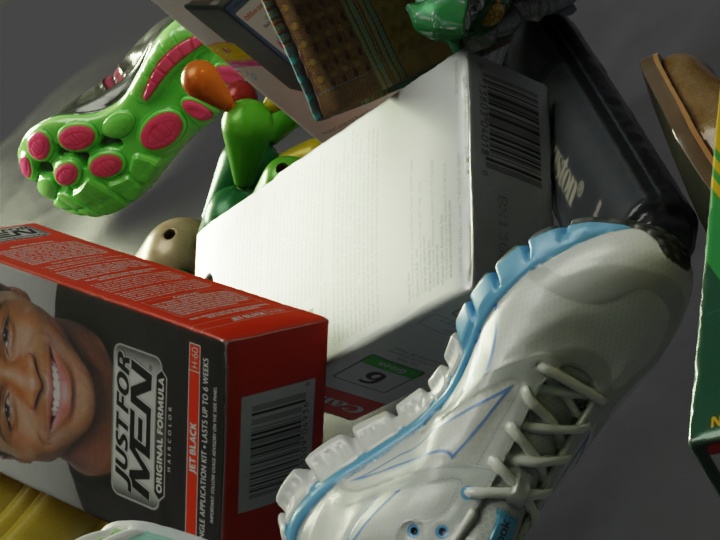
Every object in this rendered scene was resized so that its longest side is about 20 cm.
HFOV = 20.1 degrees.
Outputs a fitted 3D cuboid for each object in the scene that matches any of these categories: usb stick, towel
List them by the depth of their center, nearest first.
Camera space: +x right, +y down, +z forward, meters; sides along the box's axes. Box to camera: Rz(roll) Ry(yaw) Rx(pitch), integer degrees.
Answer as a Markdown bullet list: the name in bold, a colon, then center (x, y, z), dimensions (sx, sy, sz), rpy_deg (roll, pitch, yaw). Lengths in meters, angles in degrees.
- **usb stick**: center (0.092, -0.048, 0.831), dimensions (0.200, 0.032, 0.056), rpy_deg (-108, 39, -59)
- **towel**: center (0.012, -0.155, 0.884), dimensions (0.022, 0.148, 0.200), rpy_deg (-22, 5, 41)

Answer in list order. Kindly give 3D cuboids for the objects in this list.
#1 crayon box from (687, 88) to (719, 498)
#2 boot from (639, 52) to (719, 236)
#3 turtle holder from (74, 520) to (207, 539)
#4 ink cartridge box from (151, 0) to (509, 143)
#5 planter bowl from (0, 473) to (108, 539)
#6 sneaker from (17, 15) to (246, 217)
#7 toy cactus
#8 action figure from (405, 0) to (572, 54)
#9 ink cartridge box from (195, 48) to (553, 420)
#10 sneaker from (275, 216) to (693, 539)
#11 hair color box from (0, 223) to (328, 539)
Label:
- **crayon box**: center (0.195, -0.021, 0.547), dimensions (0.199, 0.058, 0.173), rpy_deg (-13, 42, 26)
- **boot**: center (0.154, -0.025, 0.686), dimensions (0.075, 0.074, 0.200), rpy_deg (-32, 35, 5)
- **turtle holder**: center (-0.099, 0.162, 0.723), dimensions (0.184, 0.141, 0.132), rpy_deg (4, 52, 26)
- **ink cartridge box**: center (-0.009, -0.155, 0.950), dimensions (0.087, 0.200, 0.146), rpy_deg (-22, 38, 45)
- **planter bowl**: center (-0.208, 0.132, 0.971), dimensions (0.200, 0.084, 0.201), rpy_deg (-38, 12, 10)
- **sneaker**: center (-0.130, -0.099, 1.243), dimensions (0.199, 0.077, 0.084), rpy_deg (-30, 15, 31)
- **toy cactus**: center (-0.082, -0.018, 1.036), dimensions (0.165, 0.102, 0.201), rpy_deg (-33, 38, 52)
- **action figure**: center (0.072, -0.148, 0.871), dimensions (0.054, 0.119, 0.200), rpy_deg (6, 37, 30)
- **ink cartridge box**: center (0.000, 0.000, 0.871), dimensions (0.200, 0.050, 0.110), rpy_deg (-31, 50, 46)
- **sneaker**: center (0.051, 0.068, 0.726), dimensions (0.200, 0.075, 0.087), rpy_deg (-48, 32, 24)
- **hair color box**: center (-0.104, 0.049, 0.879), dimensions (0.199, 0.061, 0.102), rpy_deg (16, 109, 43)
